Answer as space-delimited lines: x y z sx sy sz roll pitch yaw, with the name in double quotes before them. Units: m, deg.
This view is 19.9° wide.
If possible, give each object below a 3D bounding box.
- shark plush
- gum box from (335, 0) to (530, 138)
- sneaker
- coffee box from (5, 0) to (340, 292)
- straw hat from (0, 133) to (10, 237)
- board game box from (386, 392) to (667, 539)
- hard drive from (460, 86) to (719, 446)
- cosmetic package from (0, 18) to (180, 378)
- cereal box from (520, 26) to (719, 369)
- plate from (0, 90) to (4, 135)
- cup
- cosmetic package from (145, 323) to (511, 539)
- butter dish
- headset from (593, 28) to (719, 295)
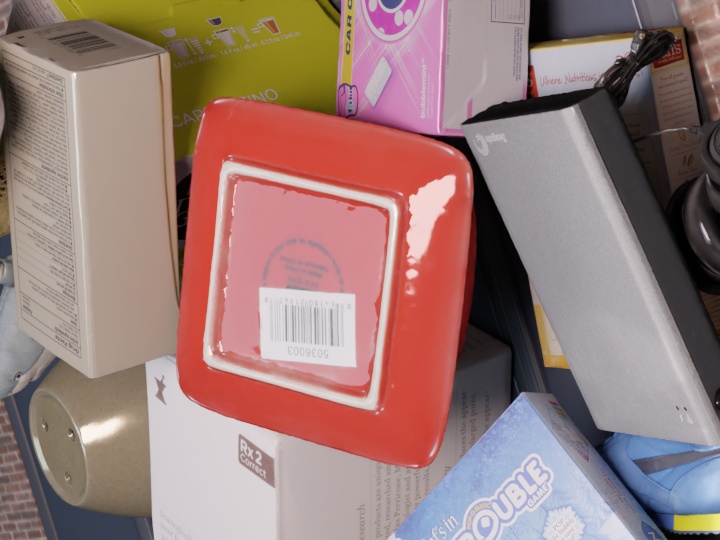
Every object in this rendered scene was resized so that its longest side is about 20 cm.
"shark plush" -0.215 -0.003 1.372 0.091 0.083 0.201 48 142 31
"gum box" 0.044 -0.181 1.238 0.113 0.066 0.202 7 95 57
"sneaker" 0.174 0.118 1.242 0.200 0.066 0.079 -10 85 57
"coffee box" -0.124 -0.104 1.448 0.200 0.199 0.198 55 144 25
"straw hat" -0.265 -0.066 1.405 0.201 0.085 0.203 -31 52 50
"board game box" 0.099 0.212 1.214 0.200 0.043 0.199 -50 60 21
"hard drive" 0.135 -0.002 1.138 0.201 0.033 0.139 65 160 -10
"cosmetic package" -0.170 -0.047 1.294 0.103 0.073 0.201 28 126 47
"cereal box" 0.149 -0.039 1.216 0.143 0.039 0.202 3 106 55
"plate" -0.278 -0.087 1.318 0.200 0.032 0.201 -55 37 31
"cup" -0.193 0.125 1.720 0.200 0.143 0.202 30 129 47
"cosmetic package" -0.022 0.122 1.406 0.165 0.199 0.166 30 129 47
"butter dish" 0.000 0.000 1.280 0.199 0.148 0.201 13 103 29
"headset" 0.210 -0.049 1.088 0.200 0.094 0.124 36 148 12
